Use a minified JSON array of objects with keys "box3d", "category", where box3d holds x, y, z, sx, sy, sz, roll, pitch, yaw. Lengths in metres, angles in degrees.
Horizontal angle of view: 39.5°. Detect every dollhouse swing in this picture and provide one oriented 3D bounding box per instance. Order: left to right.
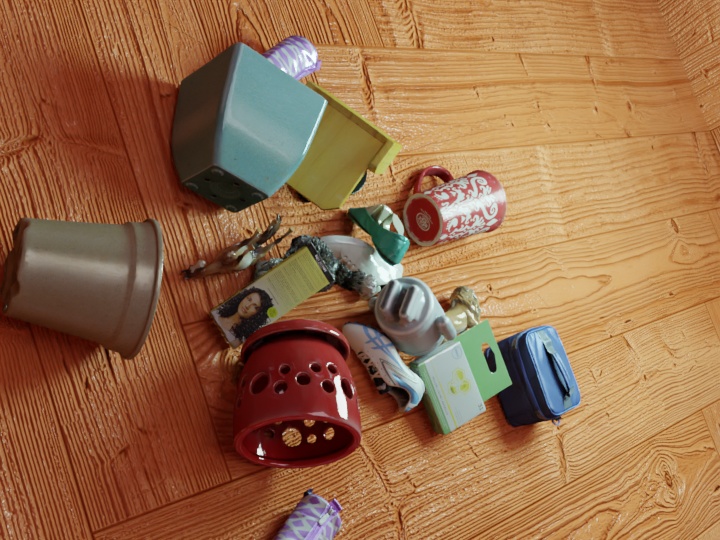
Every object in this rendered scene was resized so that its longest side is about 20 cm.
[{"box3d":[-0.056,-0.221,1.879,0.199,0.177,0.182,35,9,5],"category":"dollhouse swing"}]

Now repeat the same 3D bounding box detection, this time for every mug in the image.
[{"box3d":[0.175,-0.128,2.069,0.198,0.176,0.136,-19,120,-43],"category":"mug"}]

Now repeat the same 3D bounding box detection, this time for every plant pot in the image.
[{"box3d":[-0.391,0.010,1.384,0.181,0.200,0.204,12,62,-27],"category":"plant pot"},{"box3d":[-0.202,-0.216,1.674,0.194,0.195,0.203,28,62,-32],"category":"plant pot"},{"box3d":[-0.103,0.188,1.561,0.199,0.200,0.185,20,49,-37],"category":"plant pot"}]

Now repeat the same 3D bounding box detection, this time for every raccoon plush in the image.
[{"box3d":[-0.087,0.014,1.682,0.134,0.197,0.098,-46,136,-45],"category":"raccoon plush"}]

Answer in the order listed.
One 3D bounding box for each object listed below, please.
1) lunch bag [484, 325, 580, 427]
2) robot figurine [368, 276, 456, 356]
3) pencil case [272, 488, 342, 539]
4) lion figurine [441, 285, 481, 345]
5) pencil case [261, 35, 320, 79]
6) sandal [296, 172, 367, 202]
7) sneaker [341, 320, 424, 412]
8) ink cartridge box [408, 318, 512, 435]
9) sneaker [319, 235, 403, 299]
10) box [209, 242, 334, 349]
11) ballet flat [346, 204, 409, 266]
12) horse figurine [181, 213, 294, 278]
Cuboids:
[{"box3d":[0.361,0.221,2.046,0.135,0.132,0.203,-14,79,-47],"category":"lunch bag"},{"box3d":[0.093,0.086,1.826,0.114,0.168,0.200,-64,153,-14],"category":"robot figurine"},{"box3d":[-0.099,0.430,1.522,0.084,0.085,0.200,52,44,-13],"category":"pencil case"},{"box3d":[0.174,0.106,1.965,0.199,0.072,0.124,-19,81,-45],"category":"lion figurine"},{"box3d":[-0.155,-0.363,1.848,0.085,0.085,0.200,27,45,12],"category":"pencil case"},{"box3d":[-0.044,-0.177,1.907,0.199,0.045,0.076,-26,88,-48],"category":"sandal"},{"box3d":[0.037,0.172,1.799,0.200,0.072,0.073,47,53,-12],"category":"sneaker"},{"box3d":[0.200,0.198,1.893,0.198,0.048,0.147,-26,100,-23],"category":"ink cartridge box"},{"box3d":[0.000,0.000,1.842,0.198,0.072,0.086,24,60,-32],"category":"sneaker"},{"box3d":[-0.143,0.040,1.619,0.199,0.050,0.076,-36,96,-11],"category":"box"},{"box3d":[0.040,-0.081,1.850,0.067,0.071,0.200,34,11,-36],"category":"ballet flat"},{"box3d":[-0.190,-0.035,1.653,0.050,0.132,0.200,56,29,-1],"category":"horse figurine"}]
